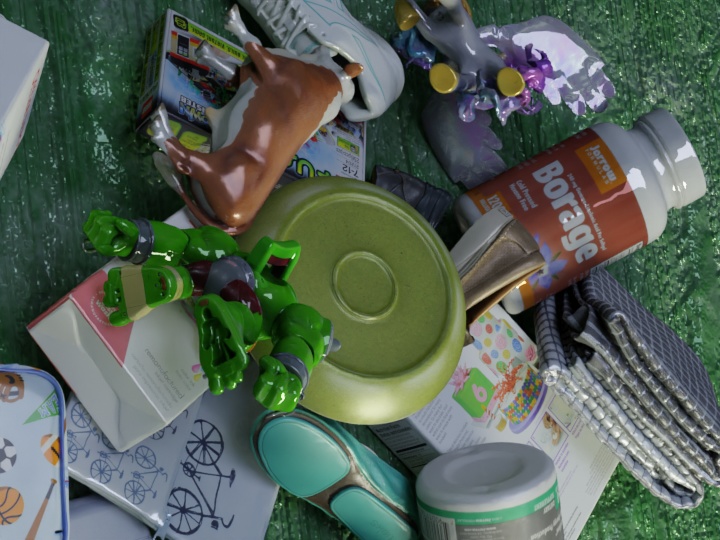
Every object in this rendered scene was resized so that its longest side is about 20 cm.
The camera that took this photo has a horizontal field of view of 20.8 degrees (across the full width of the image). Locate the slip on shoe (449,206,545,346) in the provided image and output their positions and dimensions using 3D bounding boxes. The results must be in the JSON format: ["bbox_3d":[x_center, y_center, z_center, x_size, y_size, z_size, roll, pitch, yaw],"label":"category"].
[{"bbox_3d":[0.065,0.040,1.577,0.200,0.076,0.061,-46,76,-1],"label":"slip on shoe"}]

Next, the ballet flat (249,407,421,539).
[{"bbox_3d":[-0.023,0.150,1.530,0.200,0.067,0.071,45,21,-37],"label":"ballet flat"}]

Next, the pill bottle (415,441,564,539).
[{"bbox_3d":[0.110,0.248,1.555,0.112,0.113,0.202,-22,112,-37],"label":"pill bottle"}]

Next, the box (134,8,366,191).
[{"bbox_3d":[-0.084,-0.117,1.569,0.199,0.035,0.111,26,45,-28],"label":"box"}]

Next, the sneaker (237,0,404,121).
[{"bbox_3d":[-0.044,-0.202,1.594,0.200,0.070,0.080,43,25,-8],"label":"sneaker"}]

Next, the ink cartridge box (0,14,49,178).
[{"bbox_3d":[-0.321,-0.077,1.316,0.145,0.147,0.201,26,61,-5],"label":"ink cartridge box"}]

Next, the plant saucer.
[{"bbox_3d":[-0.002,0.015,1.483,0.198,0.031,0.202,11,64,-22],"label":"plant saucer"}]

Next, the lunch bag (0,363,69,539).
[{"bbox_3d":[-0.296,0.143,1.322,0.198,0.075,0.162,0,83,-19],"label":"lunch bag"}]

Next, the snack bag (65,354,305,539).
[{"bbox_3d":[-0.130,0.119,1.479,0.199,0.021,0.190,37,47,-23],"label":"snack bag"}]

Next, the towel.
[{"bbox_3d":[0.237,0.088,1.689,0.200,0.085,0.166,46,18,-17],"label":"towel"}]

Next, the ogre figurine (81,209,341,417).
[{"bbox_3d":[-0.092,0.023,1.373,0.119,0.199,0.099,-11,116,-55],"label":"ogre figurine"}]

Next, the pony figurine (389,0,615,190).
[{"bbox_3d":[0.101,-0.174,1.650,0.194,0.166,0.200,54,10,-2],"label":"pony figurine"}]

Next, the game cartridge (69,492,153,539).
[{"bbox_3d":[-0.191,0.264,1.411,0.132,0.041,0.202,-13,86,-41],"label":"game cartridge"}]

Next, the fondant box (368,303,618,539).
[{"bbox_3d":[0.118,0.138,1.652,0.200,0.058,0.145,47,56,-18],"label":"fondant box"}]

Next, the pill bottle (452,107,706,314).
[{"bbox_3d":[0.187,-0.056,1.666,0.199,0.112,0.113,-28,95,-4],"label":"pill bottle"}]

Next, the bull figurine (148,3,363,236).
[{"bbox_3d":[-0.081,-0.121,1.486,0.121,0.065,0.201,38,57,-13],"label":"bull figurine"}]

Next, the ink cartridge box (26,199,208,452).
[{"bbox_3d":[-0.137,0.028,1.458,0.117,0.067,0.200,53,42,-5],"label":"ink cartridge box"}]

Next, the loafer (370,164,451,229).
[{"bbox_3d":[0.000,0.000,1.606,0.072,0.073,0.201,31,58,1],"label":"loafer"}]
